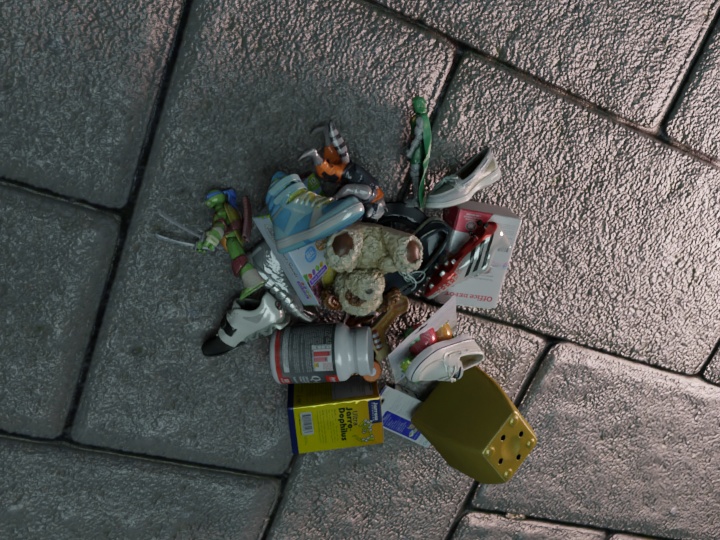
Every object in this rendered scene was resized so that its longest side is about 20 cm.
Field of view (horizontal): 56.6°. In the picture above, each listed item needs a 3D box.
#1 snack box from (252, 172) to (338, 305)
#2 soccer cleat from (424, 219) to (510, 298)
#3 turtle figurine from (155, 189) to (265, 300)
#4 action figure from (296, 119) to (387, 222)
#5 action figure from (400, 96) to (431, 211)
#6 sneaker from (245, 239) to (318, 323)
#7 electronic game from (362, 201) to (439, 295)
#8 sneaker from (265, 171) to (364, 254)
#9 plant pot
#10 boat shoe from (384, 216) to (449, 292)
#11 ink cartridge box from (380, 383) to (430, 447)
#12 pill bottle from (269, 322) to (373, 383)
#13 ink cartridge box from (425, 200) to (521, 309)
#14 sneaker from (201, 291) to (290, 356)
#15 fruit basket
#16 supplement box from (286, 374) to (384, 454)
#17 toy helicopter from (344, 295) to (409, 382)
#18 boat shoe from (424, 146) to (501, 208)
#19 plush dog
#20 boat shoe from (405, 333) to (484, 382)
[{"bbox_3d":[-0.098,-0.057,1.259,0.143,0.052,0.203,-48,122,-36],"label":"snack box"},{"bbox_3d":[0.209,-0.008,1.309,0.085,0.069,0.200,41,97,-17],"label":"soccer cleat"},{"bbox_3d":[-0.266,-0.033,1.204,0.143,0.199,0.197,-32,90,45],"label":"turtle figurine"},{"bbox_3d":[-0.024,-0.159,1.197,0.104,0.201,0.193,-40,110,19],"label":"action figure"},{"bbox_3d":[0.107,-0.226,1.271,0.053,0.118,0.206,2,105,-3],"label":"action figure"},{"bbox_3d":[-0.127,0.008,1.312,0.115,0.075,0.200,-44,116,4],"label":"sneaker"},{"bbox_3d":[0.065,-0.040,1.354,0.194,0.042,0.205,-1,113,-3],"label":"electronic game"},{"bbox_3d":[-0.088,-0.115,1.106,0.197,0.079,0.134,-20,90,38],"label":"sneaker"},{"bbox_3d":[0.269,0.348,1.473,0.195,0.199,0.196,-47,118,-12],"label":"plant pot"},{"bbox_3d":[0.101,-0.015,1.309,0.075,0.062,0.200,41,105,-18],"label":"boat shoe"},{"bbox_3d":[0.103,0.328,1.536,0.198,0.039,0.100,30,103,-26],"label":"ink cartridge box"},{"bbox_3d":[-0.076,0.165,1.339,0.194,0.117,0.119,-3,116,8],"label":"pill bottle"},{"bbox_3d":[0.230,-0.035,1.386,0.144,0.086,0.205,8,112,-16],"label":"ink cartridge box"},{"bbox_3d":[-0.240,0.100,1.312,0.197,0.074,0.090,-26,108,15],"label":"sneaker"},{"bbox_3d":[0.128,0.144,1.387,0.184,0.094,0.201,-40,150,-10],"label":"fruit basket"},{"bbox_3d":[-0.054,0.302,1.417,0.194,0.109,0.112,-6,108,-2],"label":"supplement box"},{"bbox_3d":[0.025,0.124,1.419,0.132,0.079,0.201,40,87,-18],"label":"toy helicopter"},{"bbox_3d":[0.196,-0.176,1.301,0.200,0.074,0.066,-30,109,-28],"label":"boat shoe"},{"bbox_3d":[0.000,0.000,1.252,0.195,0.160,0.176,3,105,-24],"label":"plush dog"},{"bbox_3d":[0.175,0.188,1.339,0.197,0.070,0.072,-13,135,-42],"label":"boat shoe"}]
